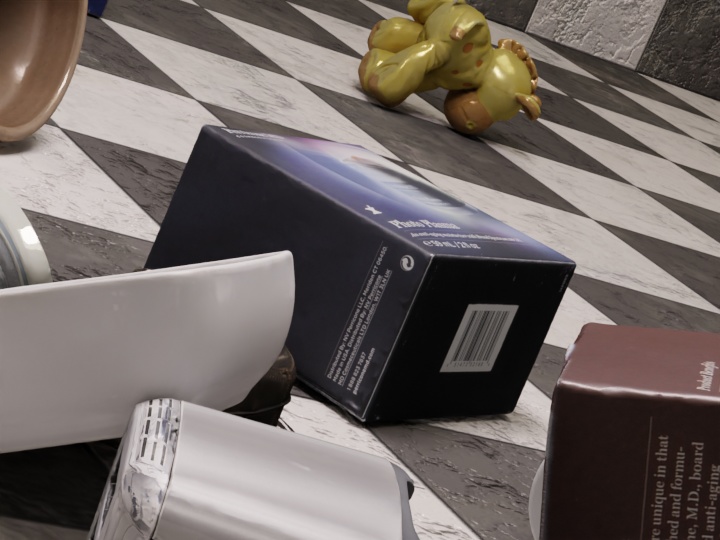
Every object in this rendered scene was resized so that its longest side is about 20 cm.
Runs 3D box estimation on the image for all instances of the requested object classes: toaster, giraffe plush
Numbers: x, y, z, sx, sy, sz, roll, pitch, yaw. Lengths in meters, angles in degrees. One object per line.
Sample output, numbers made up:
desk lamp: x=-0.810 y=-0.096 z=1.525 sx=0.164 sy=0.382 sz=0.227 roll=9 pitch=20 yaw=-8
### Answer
toaster: x=-0.049 y=0.124 z=1.006 sx=0.129 sy=0.114 sz=0.200 roll=20 pitch=13 yaw=-6
giraffe plush: x=0.118 y=-0.224 z=2.665 sx=0.162 sy=0.200 sz=0.173 roll=43 pitch=36 yaw=-25

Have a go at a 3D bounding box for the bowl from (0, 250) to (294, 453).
bowl: x=-0.133 y=0.040 z=1.140 sx=0.199 sy=0.075 sz=0.200 roll=-9 pitch=2 yaw=14

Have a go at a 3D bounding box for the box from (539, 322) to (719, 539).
box: x=0.195 y=0.126 z=1.188 sx=0.199 sy=0.165 sz=0.166 roll=5 pitch=10 yaw=11

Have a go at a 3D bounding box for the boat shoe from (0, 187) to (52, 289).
boat shoe: x=-0.248 y=-0.020 z=1.362 sx=0.071 sy=0.070 sz=0.201 roll=-26 pitch=38 yaw=-30

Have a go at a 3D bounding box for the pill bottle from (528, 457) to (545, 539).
pill bottle: x=0.168 y=0.123 z=1.394 sx=0.113 sy=0.113 sz=0.200 roll=27 pitch=12 yaw=14

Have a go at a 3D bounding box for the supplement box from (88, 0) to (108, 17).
supplement box: x=-0.320 y=-0.351 z=2.465 sx=0.109 sy=0.110 sz=0.200 roll=17 pitch=15 yaw=-27

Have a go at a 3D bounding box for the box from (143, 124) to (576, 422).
box: x=0.000 y=0.000 z=1.580 sx=0.198 sy=0.124 sz=0.200 roll=29 pitch=13 yaw=29

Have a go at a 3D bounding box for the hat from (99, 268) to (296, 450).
hat: x=-0.096 y=0.050 z=1.293 sx=0.200 sy=0.081 sz=0.201 roll=22 pitch=14 yaw=-5

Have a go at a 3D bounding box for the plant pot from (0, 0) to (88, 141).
plant pot: x=-0.318 y=-0.204 z=1.747 sx=0.174 sy=0.201 sz=0.200 roll=10 pitch=8 yaw=19
